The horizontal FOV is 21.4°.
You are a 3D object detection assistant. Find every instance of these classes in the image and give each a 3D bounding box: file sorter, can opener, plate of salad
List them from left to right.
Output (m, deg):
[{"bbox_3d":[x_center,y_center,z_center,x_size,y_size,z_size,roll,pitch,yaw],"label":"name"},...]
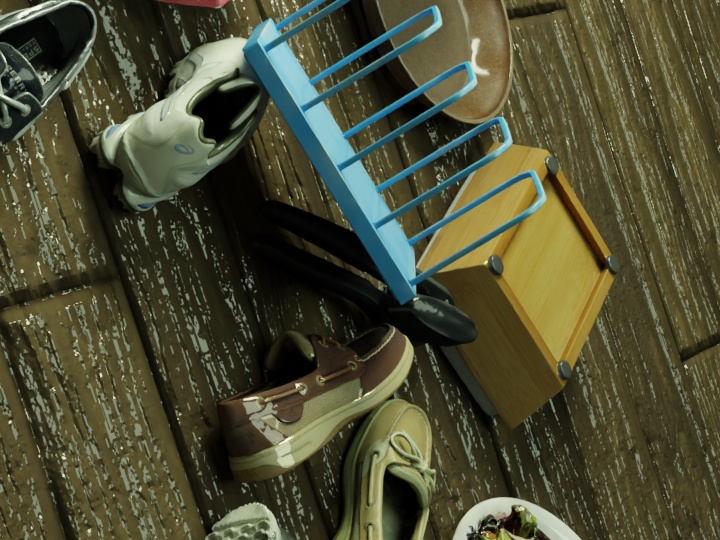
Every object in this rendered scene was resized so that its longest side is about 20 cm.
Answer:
[{"bbox_3d":[0.000,0.000,1.398,0.200,0.079,0.064,31,59,-32],"label":"can opener"},{"bbox_3d":[0.026,-0.105,1.311,0.200,0.123,0.139,58,8,-11],"label":"file sorter"},{"bbox_3d":[0.148,0.262,1.463,0.200,0.048,0.200,27,44,-30],"label":"plate of salad"}]

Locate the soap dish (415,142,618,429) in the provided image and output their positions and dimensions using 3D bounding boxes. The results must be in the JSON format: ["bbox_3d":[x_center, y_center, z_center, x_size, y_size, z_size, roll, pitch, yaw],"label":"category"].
[{"bbox_3d":[0.129,0.005,1.553,0.158,0.081,0.200,57,39,-21],"label":"soap dish"}]

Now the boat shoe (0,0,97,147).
[{"bbox_3d":[-0.221,-0.105,1.133,0.072,0.068,0.200,60,37,-16],"label":"boat shoe"}]

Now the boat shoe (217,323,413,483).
[{"bbox_3d":[-0.033,0.072,1.314,0.200,0.072,0.072,-35,105,-48],"label":"boat shoe"}]

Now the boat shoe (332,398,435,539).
[{"bbox_3d":[0.023,0.172,1.348,0.073,0.063,0.201,51,40,-27],"label":"boat shoe"}]

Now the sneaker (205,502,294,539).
[{"bbox_3d":[-0.066,0.250,1.187,0.100,0.069,0.200,50,41,-32],"label":"sneaker"}]

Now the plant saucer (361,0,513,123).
[{"bbox_3d":[0.058,-0.214,1.591,0.200,0.037,0.201,28,53,-45],"label":"plant saucer"}]

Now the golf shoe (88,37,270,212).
[{"bbox_3d":[-0.092,-0.108,1.288,0.078,0.097,0.200,58,36,-17],"label":"golf shoe"}]

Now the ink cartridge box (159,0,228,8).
[{"bbox_3d":[-0.105,-0.300,1.295,0.147,0.083,0.200,-48,144,-50],"label":"ink cartridge box"}]
